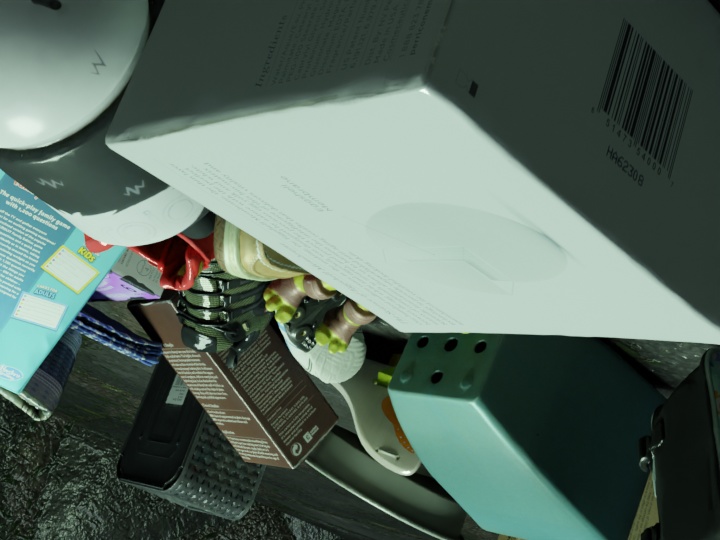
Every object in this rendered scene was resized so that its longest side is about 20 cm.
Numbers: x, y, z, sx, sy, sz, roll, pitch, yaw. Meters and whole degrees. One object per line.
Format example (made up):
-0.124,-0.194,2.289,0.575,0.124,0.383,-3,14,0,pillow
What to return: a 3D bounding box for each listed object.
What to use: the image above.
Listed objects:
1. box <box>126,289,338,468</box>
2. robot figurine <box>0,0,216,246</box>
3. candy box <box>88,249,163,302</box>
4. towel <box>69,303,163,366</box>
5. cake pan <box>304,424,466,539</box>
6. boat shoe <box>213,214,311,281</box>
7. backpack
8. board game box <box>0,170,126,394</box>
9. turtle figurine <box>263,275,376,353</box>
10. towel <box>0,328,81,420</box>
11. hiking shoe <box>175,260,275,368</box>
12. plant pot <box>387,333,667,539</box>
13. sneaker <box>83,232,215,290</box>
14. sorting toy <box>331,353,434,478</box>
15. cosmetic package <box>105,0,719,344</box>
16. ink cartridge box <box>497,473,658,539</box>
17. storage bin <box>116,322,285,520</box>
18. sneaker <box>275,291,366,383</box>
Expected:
-0.119,0.087,1.073,0.100,0.075,0.200,-6,125,55,box
-0.135,-0.092,0.604,0.150,0.125,0.200,-28,148,9,robot figurine
-0.273,-0.047,0.967,0.200,0.072,0.167,31,161,-31,candy box
-0.280,0.023,1.025,0.144,0.024,0.200,25,173,38,towel
0.023,0.204,1.131,0.200,0.037,0.200,29,177,2,cake pan
-0.004,-0.031,0.631,0.076,0.072,0.200,17,-162,22,boat shoe
0.300,0.143,0.733,0.199,0.178,0.151,23,132,-12,backpack
-0.267,-0.021,0.851,0.151,0.200,0.047,31,-163,-31,board game box
0.000,0.000,0.816,0.199,0.065,0.161,22,149,-30,turtle figurine
-0.338,0.042,0.986,0.200,0.035,0.193,37,-170,-15,towel
-0.112,0.015,0.928,0.075,0.101,0.200,12,161,21,hiking shoe
0.124,0.110,0.904,0.141,0.142,0.200,2,148,44,plant pot
-0.115,-0.027,0.771,0.077,0.085,0.200,-17,163,35,sneaker
0.026,0.124,1.128,0.179,0.107,0.200,26,176,23,sorting toy
0.038,-0.064,0.490,0.199,0.123,0.199,-2,152,47,cosmetic package
0.230,0.274,1.166,0.164,0.201,0.075,22,163,-5,ink cartridge box
-0.155,0.143,1.190,0.094,0.201,0.135,30,160,-33,storage bin
-0.044,0.033,0.973,0.072,0.072,0.200,43,166,27,sneaker
